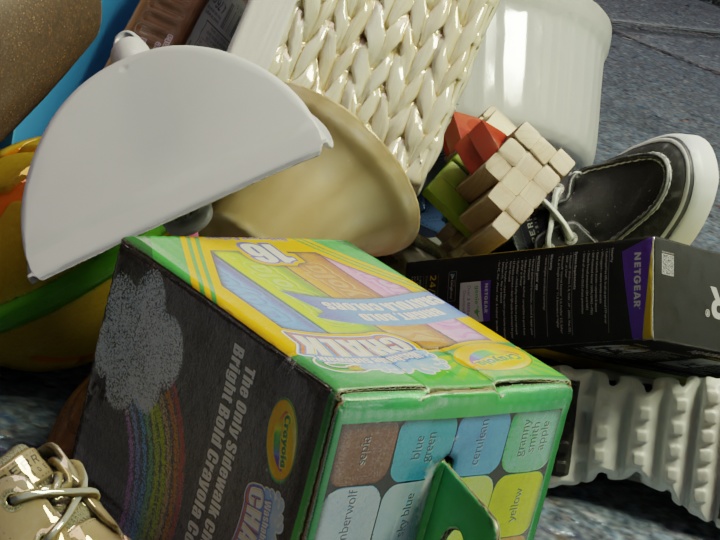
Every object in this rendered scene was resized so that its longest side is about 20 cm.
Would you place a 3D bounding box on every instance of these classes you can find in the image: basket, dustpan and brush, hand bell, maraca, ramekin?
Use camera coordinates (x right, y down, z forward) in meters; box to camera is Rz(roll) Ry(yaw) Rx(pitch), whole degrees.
[{"bbox_3d":[0.000,-0.133,1.068,0.123,0.200,0.136,24,-13,-4],"label":"basket"},{"bbox_3d":[-0.094,-0.068,0.882,0.139,0.057,0.200,-24,45,0],"label":"dustpan and brush"},{"bbox_3d":[-0.073,0.018,0.869,0.104,0.104,0.200,25,58,30],"label":"hand bell"},{"bbox_3d":[-0.151,-0.015,0.962,0.137,0.107,0.200,-24,19,-1],"label":"maraca"},{"bbox_3d":[0.059,-0.109,1.251,0.200,0.098,0.200,2,-16,1],"label":"ramekin"}]

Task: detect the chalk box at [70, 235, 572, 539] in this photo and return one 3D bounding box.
[{"bbox_3d":[-0.006,0.078,0.768,0.124,0.125,0.200,0,23,-40],"label":"chalk box"}]

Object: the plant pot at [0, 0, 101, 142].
[{"bbox_3d":[-0.232,-0.110,0.950,0.200,0.187,0.187,-32,43,-31],"label":"plant pot"}]

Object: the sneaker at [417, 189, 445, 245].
[{"bbox_3d":[0.062,-0.027,1.247,0.200,0.082,0.074,15,17,9],"label":"sneaker"}]

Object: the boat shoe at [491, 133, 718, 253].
[{"bbox_3d":[0.116,-0.021,1.124,0.068,0.072,0.200,10,-28,-38],"label":"boat shoe"}]

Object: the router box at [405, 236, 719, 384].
[{"bbox_3d":[0.145,0.027,1.029,0.157,0.052,0.200,-6,-12,42],"label":"router box"}]

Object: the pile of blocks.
[{"bbox_3d":[0.059,-0.052,1.074,0.062,0.082,0.200,44,3,-3],"label":"pile of blocks"}]

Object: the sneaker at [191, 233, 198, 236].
[{"bbox_3d":[-0.047,0.040,0.983,0.200,0.079,0.095,30,0,39],"label":"sneaker"}]

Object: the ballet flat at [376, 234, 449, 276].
[{"bbox_3d":[0.000,0.000,1.040,0.200,0.071,0.071,30,5,-36],"label":"ballet flat"}]

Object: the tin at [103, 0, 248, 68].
[{"bbox_3d":[-0.111,-0.097,1.127,0.042,0.200,0.112,26,-4,24],"label":"tin"}]

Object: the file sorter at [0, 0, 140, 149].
[{"bbox_3d":[-0.202,-0.126,1.132,0.123,0.200,0.139,19,17,22],"label":"file sorter"}]

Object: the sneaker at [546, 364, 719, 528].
[{"bbox_3d":[0.152,0.082,0.991,0.200,0.075,0.081,13,5,1],"label":"sneaker"}]

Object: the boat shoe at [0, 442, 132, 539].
[{"bbox_3d":[-0.126,0.096,0.703,0.200,0.065,0.072,20,17,17],"label":"boat shoe"}]
